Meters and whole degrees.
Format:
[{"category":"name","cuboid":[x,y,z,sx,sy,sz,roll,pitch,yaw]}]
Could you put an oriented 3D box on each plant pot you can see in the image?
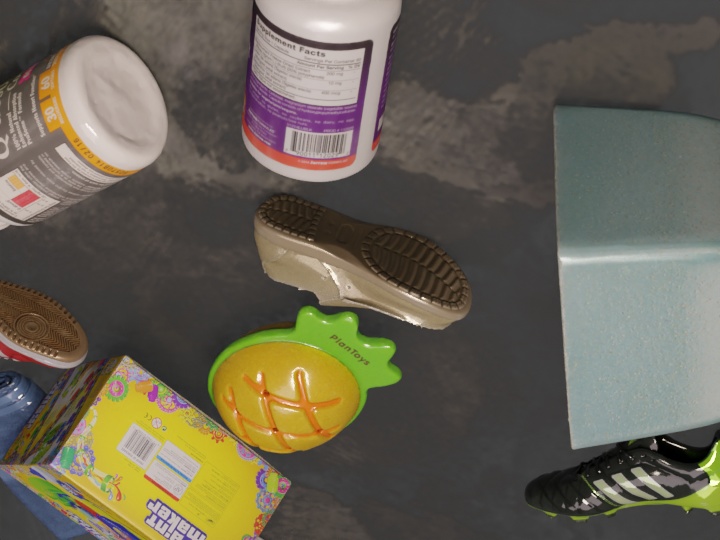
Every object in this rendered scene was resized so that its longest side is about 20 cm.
[{"category":"plant pot","cuboid":[0.252,-0.003,1.308,0.199,0.197,0.197,-4,129,8]}]

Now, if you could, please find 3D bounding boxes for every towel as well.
[{"category":"towel","cuboid":[-0.322,0.184,1.735,0.111,0.049,0.200,-18,121,30]}]

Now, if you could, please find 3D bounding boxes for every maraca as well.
[{"category":"maraca","cuboid":[-0.052,0.096,1.533,0.137,0.107,0.200,34,133,-25]}]

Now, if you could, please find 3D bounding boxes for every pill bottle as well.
[{"category":"pill bottle","cuboid":[-0.265,-0.105,1.424,0.199,0.117,0.116,-24,119,32]},{"category":"pill bottle","cuboid":[-0.028,-0.176,1.292,0.111,0.112,0.201,14,132,5]}]

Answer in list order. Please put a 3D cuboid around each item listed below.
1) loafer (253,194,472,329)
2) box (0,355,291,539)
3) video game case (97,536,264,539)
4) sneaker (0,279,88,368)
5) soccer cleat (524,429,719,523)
[{"category":"loafer","cuboid":[0.000,0.000,1.464,0.199,0.076,0.068,25,134,8]},{"category":"box","cuboid":[-0.205,0.190,1.604,0.200,0.122,0.192,39,160,-16]},{"category":"video game case","cuboid":[-0.185,0.318,1.823,0.182,0.023,0.200,34,131,-13]},{"category":"sneaker","cuboid":[-0.355,0.068,1.630,0.199,0.071,0.113,24,129,7]},{"category":"soccer cleat","cuboid":[0.242,0.180,1.552,0.199,0.068,0.081,-7,110,21]}]
